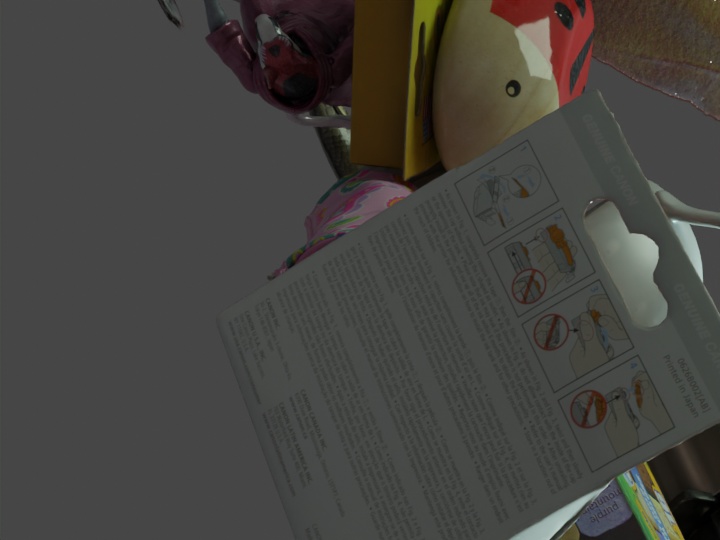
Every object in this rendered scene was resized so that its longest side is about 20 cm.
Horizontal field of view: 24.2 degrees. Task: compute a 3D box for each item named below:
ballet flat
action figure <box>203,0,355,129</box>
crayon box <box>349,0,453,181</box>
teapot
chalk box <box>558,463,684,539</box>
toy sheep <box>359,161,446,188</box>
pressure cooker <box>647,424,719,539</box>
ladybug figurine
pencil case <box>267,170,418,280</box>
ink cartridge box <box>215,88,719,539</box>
[{"bbox_3d":[0.022,-0.050,1.240,0.201,0.046,0.067,59,10,-10],"label":"ballet flat"},{"bbox_3d":[-0.048,-0.137,1.080,0.200,0.132,0.150,-78,170,-68],"label":"action figure"},{"bbox_3d":[0.037,-0.136,1.025,0.200,0.050,0.128,-39,133,-69],"label":"crayon box"},{"bbox_3d":[0.177,0.037,1.203,0.147,0.197,0.200,55,-12,3],"label":"teapot"},{"bbox_3d":[0.086,0.134,0.842,0.125,0.124,0.200,66,10,26],"label":"chalk box"},{"bbox_3d":[0.053,-0.020,1.087,0.138,0.137,0.200,49,6,-48],"label":"toy sheep"},{"bbox_3d":[0.267,0.156,1.095,0.201,0.174,0.180,-106,180,-47],"label":"pressure cooker"},{"bbox_3d":[0.097,-0.127,1.016,0.201,0.071,0.137,-63,154,-51],"label":"ladybug figurine"},{"bbox_3d":[0.000,0.000,0.905,0.088,0.087,0.200,59,12,-9],"label":"pencil case"},{"bbox_3d":[0.050,0.041,0.707,0.050,0.199,0.163,43,21,-59],"label":"ink cartridge box"}]
